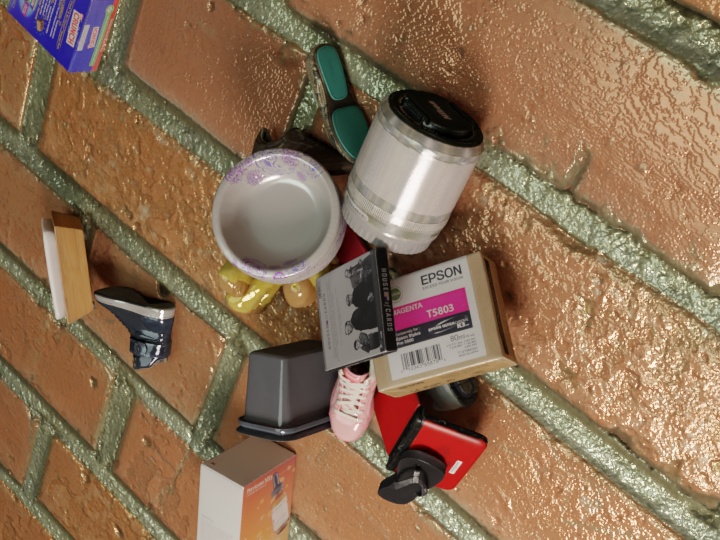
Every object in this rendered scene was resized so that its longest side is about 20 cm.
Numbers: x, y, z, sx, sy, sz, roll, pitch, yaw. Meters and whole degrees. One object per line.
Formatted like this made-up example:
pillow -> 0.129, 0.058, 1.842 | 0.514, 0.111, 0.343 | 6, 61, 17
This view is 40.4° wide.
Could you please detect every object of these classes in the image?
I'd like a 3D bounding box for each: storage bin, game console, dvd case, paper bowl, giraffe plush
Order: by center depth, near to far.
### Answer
dvd case -> -0.009, 0.062, 1.452 | 0.200, 0.025, 0.151 | -26, 67, 60
paper bowl -> -0.120, -0.078, 1.500 | 0.199, 0.104, 0.202 | -2, 80, 9
game console -> 0.106, 0.241, 1.557 | 0.171, 0.119, 0.200 | 19, 145, -1
giraffe plush -> -0.114, -0.002, 1.611 | 0.162, 0.172, 0.201 | 23, 93, 20
storage bin -> -0.115, 0.194, 1.648 | 0.145, 0.200, 0.135 | 5, 96, 36

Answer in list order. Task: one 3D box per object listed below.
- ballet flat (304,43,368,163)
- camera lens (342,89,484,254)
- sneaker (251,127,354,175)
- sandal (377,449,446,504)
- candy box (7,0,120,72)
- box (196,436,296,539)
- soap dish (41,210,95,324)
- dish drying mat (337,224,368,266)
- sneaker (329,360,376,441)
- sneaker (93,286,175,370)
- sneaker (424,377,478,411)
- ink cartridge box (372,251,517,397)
ballet flat -> -0.038, -0.252, 1.527 | 0.075, 0.068, 0.201 | -27, 81, 61
camera lens -> 0.074, -0.145, 1.404 | 0.160, 0.160, 0.201 | 39, 124, 21
sneaker -> -0.095, -0.194, 1.577 | 0.199, 0.070, 0.076 | 5, 92, 29
sandal -> 0.082, 0.342, 1.562 | 0.076, 0.043, 0.200 | 21, 145, -3
candy box -> -0.553, -0.497, 1.821 | 0.200, 0.077, 0.169 | 45, 125, 18
box -> -0.212, 0.433, 1.814 | 0.106, 0.152, 0.201 | 21, 117, 31
soap dish -> -0.588, -0.010, 1.966 | 0.157, 0.081, 0.201 | -144, 48, -66
dish drying mat -> 0.000, 0.000, 1.600 | 0.077, 0.018, 0.201 | -39, 81, 41
sneaker -> -0.013, 0.188, 1.566 | 0.075, 0.105, 0.201 | 20, 100, 13
sneaker -> -0.455, 0.118, 1.945 | 0.202, 0.077, 0.147 | 17, 112, 31
sneaker -> 0.100, 0.137, 1.536 | 0.087, 0.074, 0.201 | -34, 82, 45
ink cartridge box -> 0.112, 0.081, 1.433 | 0.199, 0.075, 0.166 | -19, 70, 21
